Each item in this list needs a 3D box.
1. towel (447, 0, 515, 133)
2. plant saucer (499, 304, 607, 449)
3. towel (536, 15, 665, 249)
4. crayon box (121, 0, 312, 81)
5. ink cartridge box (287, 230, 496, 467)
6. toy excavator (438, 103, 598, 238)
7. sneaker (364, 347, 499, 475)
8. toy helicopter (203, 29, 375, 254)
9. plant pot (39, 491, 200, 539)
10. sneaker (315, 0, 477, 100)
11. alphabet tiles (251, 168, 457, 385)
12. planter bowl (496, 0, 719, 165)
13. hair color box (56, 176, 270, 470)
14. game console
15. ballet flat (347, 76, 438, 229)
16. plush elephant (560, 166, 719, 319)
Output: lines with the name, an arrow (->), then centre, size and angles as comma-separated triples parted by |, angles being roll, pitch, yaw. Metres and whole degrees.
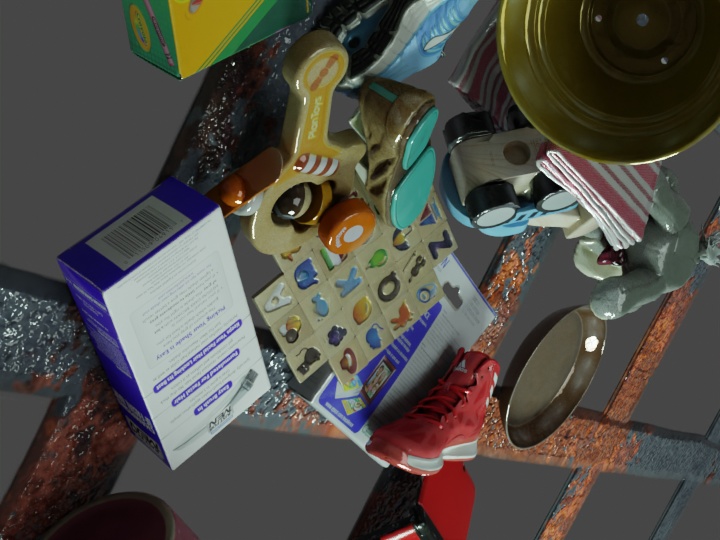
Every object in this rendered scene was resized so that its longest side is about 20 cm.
towel -> 0.167, -0.196, 1.100 | 0.147, 0.030, 0.200 | -59, 145, -1
plant saucer -> 0.233, 0.126, 1.419 | 0.199, 0.034, 0.202 | -31, 136, -35
towel -> 0.221, -0.138, 1.022 | 0.146, 0.030, 0.202 | 39, 58, -35
crayon box -> -0.097, -0.236, 0.713 | 0.118, 0.058, 0.202 | -34, 139, -32
ink cartridge box -> 0.037, 0.076, 1.128 | 0.201, 0.043, 0.198 | -52, 145, -8
toy excavator -> 0.164, -0.078, 1.117 | 0.192, 0.101, 0.200 | -13, 160, -10
sneaker -> 0.074, 0.129, 1.131 | 0.200, 0.078, 0.117 | 3, 106, -67
toy helicopter -> -0.052, -0.088, 0.846 | 0.131, 0.079, 0.201 | -19, 144, -27
plant pot -> -0.174, 0.285, 0.912 | 0.199, 0.199, 0.180 | -37, 125, -28
sneaker -> 0.049, -0.211, 0.904 | 0.200, 0.079, 0.090 | -40, 158, 3
alphabet tiles -> 0.000, 0.000, 1.010 | 0.200, 0.006, 0.167 | -40, 125, -19
planter bowl -> 0.213, -0.192, 0.903 | 0.083, 0.199, 0.202 | -38, 144, -56
hair color box -> -0.142, 0.043, 0.864 | 0.109, 0.065, 0.201 | -39, 139, -27
game console -> 0.054, 0.294, 1.336 | 0.171, 0.119, 0.201 | -23, 141, 4
ballet flat -> 0.021, -0.099, 0.926 | 0.068, 0.072, 0.200 | -51, 167, -12
plush elephant -> 0.293, -0.044, 1.280 | 0.199, 0.154, 0.167 | 2, 105, -43
